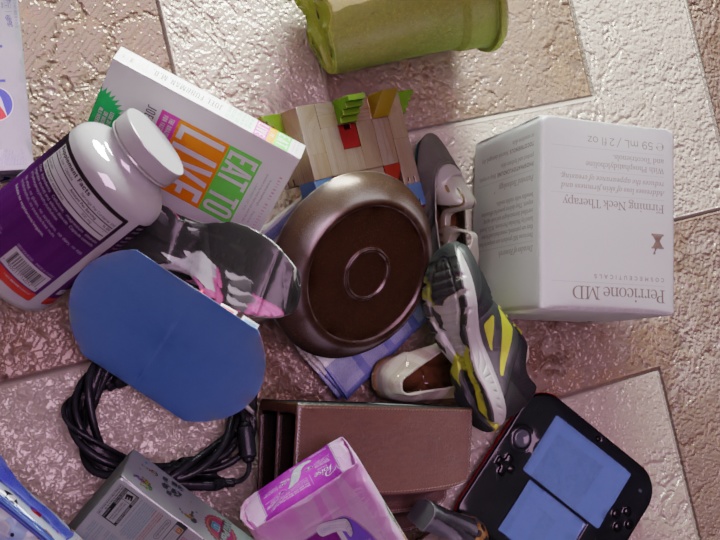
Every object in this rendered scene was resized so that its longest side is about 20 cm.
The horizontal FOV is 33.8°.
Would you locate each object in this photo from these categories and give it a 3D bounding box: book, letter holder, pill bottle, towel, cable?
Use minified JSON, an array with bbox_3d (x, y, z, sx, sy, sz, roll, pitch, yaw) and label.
[{"bbox_3d":[-0.169,-0.119,1.168,0.199,0.134,0.048,27,40,-9],"label":"book"},{"bbox_3d":[0.003,0.206,1.208,0.199,0.100,0.143,5,84,-27],"label":"letter holder"},{"bbox_3d":[-0.265,-0.060,1.104,0.200,0.113,0.113,-37,98,11],"label":"pill bottle"},{"bbox_3d":[-0.033,0.020,1.268,0.147,0.024,0.200,-43,101,-21],"label":"towel"},{"bbox_3d":[-0.196,0.136,1.180,0.198,0.051,0.165,7,82,-19],"label":"cable"}]

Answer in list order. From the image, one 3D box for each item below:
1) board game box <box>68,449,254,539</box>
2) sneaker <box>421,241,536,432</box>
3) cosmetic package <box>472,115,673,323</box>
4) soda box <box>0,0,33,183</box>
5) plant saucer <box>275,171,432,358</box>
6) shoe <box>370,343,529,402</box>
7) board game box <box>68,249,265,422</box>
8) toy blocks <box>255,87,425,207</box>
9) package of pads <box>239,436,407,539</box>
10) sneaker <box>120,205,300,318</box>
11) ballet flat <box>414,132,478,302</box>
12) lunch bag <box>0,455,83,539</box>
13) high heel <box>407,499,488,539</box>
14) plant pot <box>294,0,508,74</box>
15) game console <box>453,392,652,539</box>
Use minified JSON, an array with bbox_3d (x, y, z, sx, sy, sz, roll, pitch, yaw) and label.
[{"bbox_3d":[-0.187,0.292,1.130,0.200,0.064,0.148,40,102,-11],"label":"board game box"},{"bbox_3d":[0.126,0.064,1.243,0.084,0.074,0.202,-19,99,-36],"label":"sneaker"},{"bbox_3d":[0.229,-0.048,1.296,0.166,0.166,0.202,3,84,-20],"label":"cosmetic package"},{"bbox_3d":[-0.359,-0.187,1.146,0.063,0.068,0.202,-5,86,-20],"label":"soda box"},{"bbox_3d":[0.000,0.000,1.211,0.199,0.032,0.202,-14,115,-31],"label":"plant saucer"},{"bbox_3d":[0.108,0.107,1.287,0.199,0.053,0.071,-11,91,-28],"label":"shoe"},{"bbox_3d":[-0.178,0.056,1.122,0.199,0.158,0.039,34,39,-5],"label":"board game box"},{"bbox_3d":[-0.011,-0.108,1.245,0.199,0.100,0.138,-16,92,-43],"label":"toy blocks"},{"bbox_3d":[-0.015,0.271,1.115,0.120,0.076,0.201,-32,111,-4],"label":"package of pads"},{"bbox_3d":[-0.142,-0.013,1.166,0.199,0.086,0.081,27,87,16],"label":"sneaker"},{"bbox_3d":[0.101,-0.054,1.299,0.067,0.063,0.202,2,84,-47],"label":"ballet flat"},{"bbox_3d":[-0.344,0.257,1.060,0.200,0.076,0.161,39,97,2],"label":"lunch bag"},{"bbox_3d":[0.048,0.332,1.250,0.200,0.071,0.142,-48,139,8],"label":"high heel"},{"bbox_3d":[0.030,-0.299,1.251,0.183,0.200,0.202,-21,92,-10],"label":"plant pot"},{"bbox_3d":[0.222,0.255,1.332,0.200,0.031,0.177,38,73,-12],"label":"game console"}]
